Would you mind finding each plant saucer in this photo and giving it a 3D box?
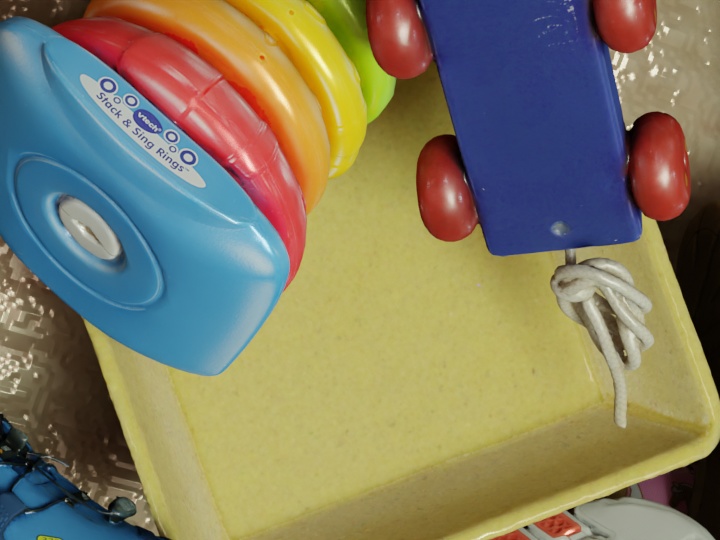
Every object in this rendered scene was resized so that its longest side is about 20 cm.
[{"bbox_3d":[0.000,0.000,0.890,0.199,0.048,0.201,-19,88,-16],"label":"plant saucer"}]

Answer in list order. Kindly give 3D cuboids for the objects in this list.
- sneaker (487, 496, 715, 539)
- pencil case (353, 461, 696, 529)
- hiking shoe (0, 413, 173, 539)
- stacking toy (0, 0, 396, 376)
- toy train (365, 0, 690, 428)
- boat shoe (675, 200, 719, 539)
[{"bbox_3d":[0.041,0.155,0.893,0.200,0.077,0.082,-36,147,-4],"label":"sneaker"},{"bbox_3d":[0.081,0.098,0.960,0.199,0.083,0.087,-5,122,-20],"label":"pencil case"},{"bbox_3d":[-0.138,0.057,0.823,0.199,0.074,0.087,18,95,8],"label":"hiking shoe"},{"bbox_3d":[-0.023,-0.075,0.828,0.116,0.110,0.200,42,61,3],"label":"stacking toy"},{"bbox_3d":[0.065,-0.057,0.848,0.084,0.116,0.200,-5,135,13],"label":"toy train"},{"bbox_3d":[0.153,0.074,0.911,0.065,0.072,0.201,3,73,-18],"label":"boat shoe"}]
